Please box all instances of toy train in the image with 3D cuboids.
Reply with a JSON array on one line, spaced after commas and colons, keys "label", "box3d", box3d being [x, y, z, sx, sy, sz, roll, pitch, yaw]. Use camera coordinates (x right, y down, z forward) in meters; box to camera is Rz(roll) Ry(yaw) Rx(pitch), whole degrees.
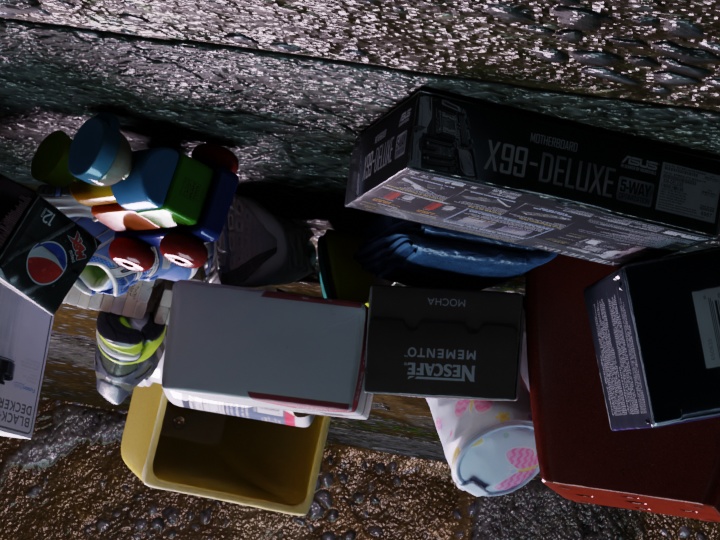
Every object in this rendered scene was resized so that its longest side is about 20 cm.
[{"label": "toy train", "box3d": [-0.183, -0.059, 1.548, 0.115, 0.085, 0.199, 29, 162, -33]}]

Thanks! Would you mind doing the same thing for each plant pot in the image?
[{"label": "plant pot", "box3d": [0.227, 0.097, 1.733, 0.199, 0.177, 0.200, 8, 170, 15]}, {"label": "plant pot", "box3d": [-0.158, 0.142, 2.389, 0.193, 0.197, 0.200, 14, 176, -24]}]

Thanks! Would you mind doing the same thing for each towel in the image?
[{"label": "towel", "box3d": [0.069, -0.016, 1.617, 0.111, 0.049, 0.200, 11, 170, -12]}]

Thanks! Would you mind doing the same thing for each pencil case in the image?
[{"label": "pencil case", "box3d": [0.088, 0.095, 1.836, 0.090, 0.200, 0.083, -32, 132, 5]}]

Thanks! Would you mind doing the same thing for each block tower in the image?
[{"label": "block tower", "box3d": [-0.178, 0.011, 1.962, 0.199, 0.054, 0.058, 14, -154, -14]}]

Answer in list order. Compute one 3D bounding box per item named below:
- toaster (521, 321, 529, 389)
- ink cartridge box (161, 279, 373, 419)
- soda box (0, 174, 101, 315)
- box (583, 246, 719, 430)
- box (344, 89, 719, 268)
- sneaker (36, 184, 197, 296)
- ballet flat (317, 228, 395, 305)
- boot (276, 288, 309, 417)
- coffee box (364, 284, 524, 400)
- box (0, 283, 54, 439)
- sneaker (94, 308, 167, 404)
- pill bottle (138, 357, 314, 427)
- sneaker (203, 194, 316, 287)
[{"label": "toaster", "box3d": [0.178, 0.092, 1.961, 0.129, 0.114, 0.199, -3, 166, 40]}, {"label": "ink cartridge box", "box3d": [-0.063, 0.064, 1.687, 0.146, 0.083, 0.200, 7, 175, 5]}, {"label": "soda box", "box3d": [-0.272, -0.039, 1.570, 0.200, 0.064, 0.071, 27, 171, 47]}, {"label": "box", "box3d": [0.236, 0.041, 1.449, 0.147, 0.105, 0.200, -11, 175, -1]}, {"label": "box", "box3d": [0.105, -0.052, 1.359, 0.199, 0.050, 0.158, 12, 171, -12]}, {"label": "sneaker", "box3d": [-0.205, -0.014, 1.825, 0.075, 0.078, 0.200, 2, 169, 33]}, {"label": "ballet flat", "box3d": [0.000, 0.000, 1.780, 0.067, 0.067, 0.200, -11, 173, -1]}, {"label": "boot", "box3d": [-0.042, 0.050, 2.044, 0.199, 0.074, 0.154, -23, -140, -35]}, {"label": "coffee box", "box3d": [0.066, 0.057, 1.669, 0.112, 0.080, 0.200, 4, 177, 5]}, {"label": "box", "box3d": [-0.308, 0.032, 1.827, 0.060, 0.201, 0.117, 5, 169, 28]}, {"label": "sneaker", "box3d": [-0.203, 0.052, 2.022, 0.074, 0.081, 0.200, 23, -155, 6]}, {"label": "pill bottle", "box3d": [-0.137, 0.082, 2.201, 0.199, 0.120, 0.120, 10, 171, 4]}, {"label": "sneaker", "box3d": [-0.073, -0.021, 1.715, 0.086, 0.075, 0.200, 2, 180, -9]}]
